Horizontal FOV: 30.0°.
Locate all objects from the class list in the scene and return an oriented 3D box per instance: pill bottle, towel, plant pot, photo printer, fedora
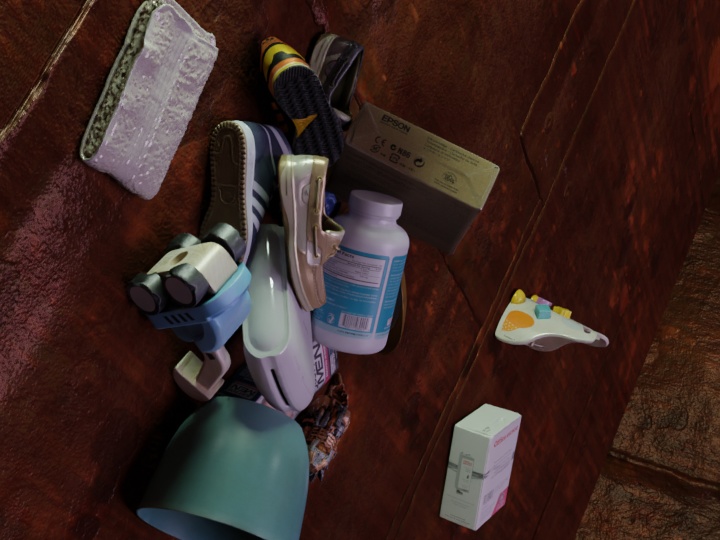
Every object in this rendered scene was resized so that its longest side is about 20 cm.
[{"bbox_3d":[0.000,0.000,1.750,0.111,0.111,0.200,-13,119,-61],"label":"pill bottle"},{"bbox_3d":[-0.220,-0.183,1.431,0.133,0.034,0.200,37,72,-62],"label":"towel"},{"bbox_3d":[-0.152,0.251,1.644,0.201,0.200,0.161,58,45,-57],"label":"plant pot"},{"bbox_3d":[-0.102,0.067,1.660,0.167,0.069,0.200,73,10,-57],"label":"photo printer"},{"bbox_3d":[-0.002,0.028,1.882,0.082,0.201,0.201,-6,116,-20],"label":"fedora"}]

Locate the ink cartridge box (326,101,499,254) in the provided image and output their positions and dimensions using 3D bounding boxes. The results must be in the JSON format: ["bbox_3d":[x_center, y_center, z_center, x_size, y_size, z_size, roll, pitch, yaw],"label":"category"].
[{"bbox_3d":[0.065,-0.120,1.786,0.075,0.200,0.165,-64,-179,-22],"label":"ink cartridge box"}]

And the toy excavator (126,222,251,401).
[{"bbox_3d":[-0.183,0.064,1.555,0.100,0.194,0.200,-50,117,-40],"label":"toy excavator"}]

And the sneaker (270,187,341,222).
[{"bbox_3d":[-0.075,-0.084,1.741,0.070,0.078,0.200,-59,174,-10],"label":"sneaker"}]

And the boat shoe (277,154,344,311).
[{"bbox_3d":[-0.053,-0.044,1.606,0.074,0.069,0.200,-87,171,-63],"label":"boat shoe"}]

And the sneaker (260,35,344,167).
[{"bbox_3d":[-0.075,-0.204,1.646,0.070,0.090,0.200,-26,145,-5],"label":"sneaker"}]

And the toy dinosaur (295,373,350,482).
[{"bbox_3d":[-0.051,0.218,1.854,0.136,0.102,0.200,-47,173,35],"label":"toy dinosaur"}]

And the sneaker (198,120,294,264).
[{"bbox_3d":[-0.133,-0.082,1.620,0.108,0.070,0.200,-16,116,-58],"label":"sneaker"}]

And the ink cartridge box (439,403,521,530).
[{"bbox_3d":[0.231,0.374,2.578,0.146,0.083,0.200,-23,125,-57],"label":"ink cartridge box"}]

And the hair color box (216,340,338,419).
[{"bbox_3d":[-0.108,0.148,1.812,0.200,0.060,0.100,-47,143,-41],"label":"hair color box"}]

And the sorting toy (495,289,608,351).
[{"bbox_3d":[0.388,0.116,2.625,0.200,0.180,0.107,16,91,-64],"label":"sorting toy"}]

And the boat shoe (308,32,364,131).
[{"bbox_3d":[-0.042,-0.203,1.730,0.072,0.066,0.201,-2,107,-63],"label":"boat shoe"}]
